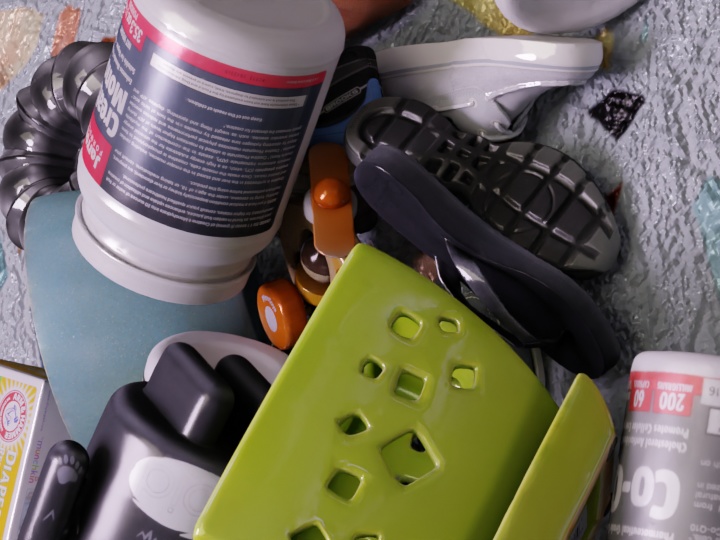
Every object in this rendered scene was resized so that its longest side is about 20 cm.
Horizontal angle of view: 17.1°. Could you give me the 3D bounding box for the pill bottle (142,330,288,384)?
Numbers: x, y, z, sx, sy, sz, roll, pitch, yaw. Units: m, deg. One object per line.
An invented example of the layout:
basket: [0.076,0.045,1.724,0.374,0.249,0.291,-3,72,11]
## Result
pill bottle: [-0.104,0.152,1.586,0.112,0.112,0.201,36,120,47]

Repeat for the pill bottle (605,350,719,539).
pill bottle: [0.190,0.151,1.308,0.113,0.113,0.202,2,81,48]

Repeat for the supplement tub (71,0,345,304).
supplement tub: [-0.101,-0.095,1.537,0.140,0.139,0.201,50,130,43]

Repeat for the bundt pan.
bundt pan: [-0.213,-0.088,1.854,0.201,0.075,0.204,-17,66,44]

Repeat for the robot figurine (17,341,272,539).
robot figurine: [-0.119,0.146,1.457,0.125,0.149,0.201,-63,-2,-76]

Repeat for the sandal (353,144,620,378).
sandal: [0.071,0.005,1.464,0.200,0.076,0.043,38,66,11]

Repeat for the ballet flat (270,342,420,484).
ballet flat: [-0.005,0.118,1.577,0.067,0.057,0.200,-55,45,19]

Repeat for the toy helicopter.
toy helicopter: [0.000,0.000,1.531,0.200,0.078,0.133,32,135,57]

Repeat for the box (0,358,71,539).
box: [-0.247,0.176,1.797,0.112,0.101,0.202,10,87,49]

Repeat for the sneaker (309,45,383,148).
sneaker: [-0.057,-0.132,1.633,0.199,0.070,0.083,10,103,43]

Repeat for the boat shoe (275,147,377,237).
boat shoe: [-0.060,-0.054,1.679,0.199,0.072,0.065,2,114,50]

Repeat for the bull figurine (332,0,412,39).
bull figurine: [-0.051,-0.190,1.690,0.199,0.065,0.122,-29,104,31]

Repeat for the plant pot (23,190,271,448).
plant pot: [-0.138,0.030,1.675,0.134,0.200,0.202,-13,65,7]

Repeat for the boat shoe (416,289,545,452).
boat shoe: [0.069,0.103,1.496,0.073,0.061,0.202,-13,70,47]

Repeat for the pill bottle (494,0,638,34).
pill bottle: [0.110,-0.257,1.510,0.116,0.116,0.201,-42,52,32]

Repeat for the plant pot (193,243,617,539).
plant pot: [0.036,0.134,1.362,0.180,0.199,0.201,24,70,14]

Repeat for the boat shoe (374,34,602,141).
boat shoe: [0.079,-0.115,1.545,0.199,0.072,0.069,-1,94,45]

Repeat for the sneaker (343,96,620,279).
sneaker: [0.082,-0.045,1.519,0.199,0.079,0.075,30,67,27]
